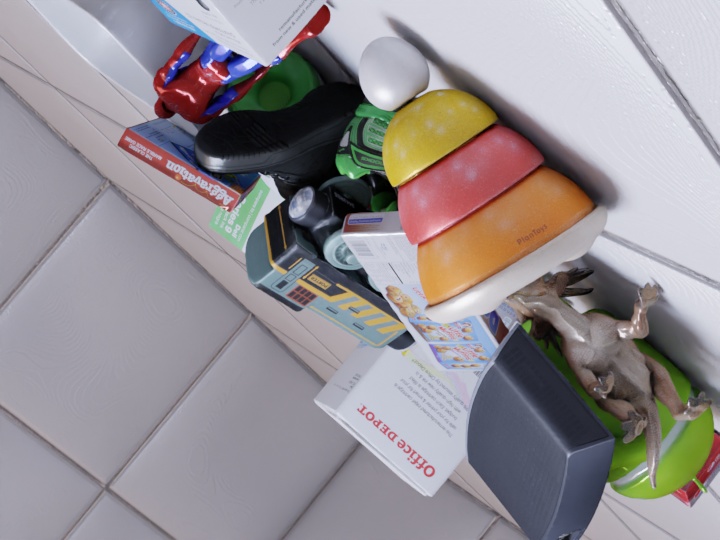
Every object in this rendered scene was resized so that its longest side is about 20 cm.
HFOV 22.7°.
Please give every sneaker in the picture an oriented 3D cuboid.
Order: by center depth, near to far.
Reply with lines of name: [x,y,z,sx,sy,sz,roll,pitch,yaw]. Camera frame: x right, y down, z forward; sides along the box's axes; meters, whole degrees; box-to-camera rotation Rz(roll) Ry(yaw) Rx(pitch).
sneaker: [0.054,-0.056,1.425,0.200,0.085,0.078,41,172,-26]
sneaker: [-0.053,-0.088,1.453,0.060,0.200,0.104,43,139,30]

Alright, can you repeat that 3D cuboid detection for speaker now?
speaker: [-0.063,-0.125,1.574,0.088,0.088,0.200,38,172,14]

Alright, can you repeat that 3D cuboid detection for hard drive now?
hard drive: [0.137,0.142,1.431,0.135,0.042,0.200,52,159,24]

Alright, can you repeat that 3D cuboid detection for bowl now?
bowl: [-0.203,-0.215,1.508,0.200,0.075,0.200,32,169,38]

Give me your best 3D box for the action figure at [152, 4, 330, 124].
action figure: [-0.102,-0.163,1.376,0.065,0.052,0.200,38,138,-21]

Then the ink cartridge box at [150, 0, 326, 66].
ink cartridge box: [-0.130,-0.246,1.216,0.200,0.086,0.146,44,171,-39]

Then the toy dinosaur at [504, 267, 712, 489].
toy dinosaur: [0.192,0.069,1.407,0.200,0.086,0.136,57,167,-21]

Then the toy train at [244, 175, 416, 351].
toy train: [0.000,0.000,1.471,0.200,0.114,0.085,31,-146,-38]

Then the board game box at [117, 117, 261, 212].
board game box: [-0.137,-0.089,1.472,0.103,0.019,0.200,29,-173,-2]

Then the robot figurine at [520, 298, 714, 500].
robot figurine: [0.214,0.112,1.514,0.200,0.116,0.175,39,-164,-8]

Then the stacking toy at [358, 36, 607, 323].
stacking toy: [0.066,-0.077,1.243,0.200,0.146,0.146,59,171,-2]

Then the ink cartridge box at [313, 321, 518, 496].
ink cartridge box: [0.072,0.110,1.855,0.145,0.200,0.084,43,171,-19]

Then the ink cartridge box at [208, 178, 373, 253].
ink cartridge box: [-0.022,-0.029,1.727,0.200,0.084,0.146,37,-157,21]

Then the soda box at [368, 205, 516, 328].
soda box: [0.040,0.004,1.581,0.200,0.070,0.063,33,-175,-16]

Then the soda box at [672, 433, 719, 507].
soda box: [0.247,0.135,1.685,0.200,0.063,0.070,36,172,23]

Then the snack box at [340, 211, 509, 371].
snack box: [0.058,0.020,1.404,0.072,0.024,0.200,-3,145,27]

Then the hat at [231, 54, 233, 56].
hat: [-0.206,-0.215,1.757,0.201,0.081,0.201,39,172,7]
